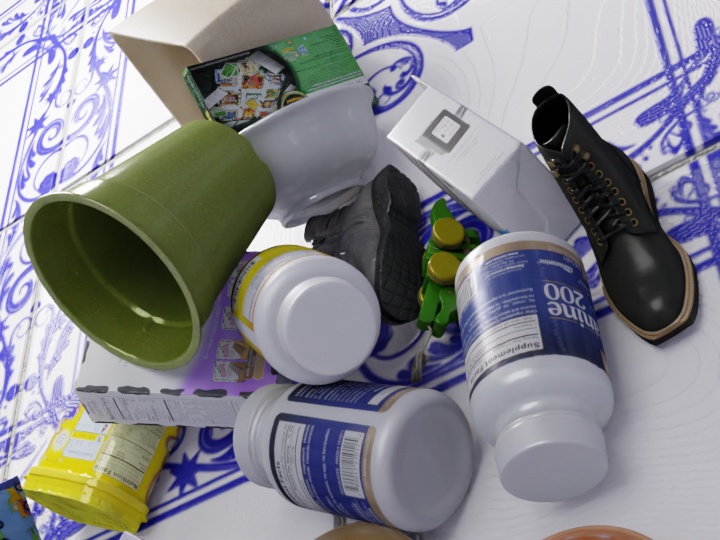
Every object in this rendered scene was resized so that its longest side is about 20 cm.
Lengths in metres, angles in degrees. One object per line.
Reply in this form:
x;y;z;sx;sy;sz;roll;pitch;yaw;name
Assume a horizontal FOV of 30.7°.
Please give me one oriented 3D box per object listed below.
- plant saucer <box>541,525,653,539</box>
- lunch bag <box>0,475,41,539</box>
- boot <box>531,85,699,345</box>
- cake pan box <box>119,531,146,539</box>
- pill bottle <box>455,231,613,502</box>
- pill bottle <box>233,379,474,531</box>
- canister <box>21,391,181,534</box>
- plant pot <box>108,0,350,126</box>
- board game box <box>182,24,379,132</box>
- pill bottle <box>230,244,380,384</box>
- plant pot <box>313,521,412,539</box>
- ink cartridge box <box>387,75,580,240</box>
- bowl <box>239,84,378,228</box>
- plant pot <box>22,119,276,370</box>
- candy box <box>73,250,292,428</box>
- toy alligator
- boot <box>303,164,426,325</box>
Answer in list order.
0.156;0.277;0.909;0.200;0.037;0.201;-25;44;28;plant saucer
-0.415;0.317;1.368;0.200;0.094;0.151;-25;84;42;lunch bag
0.194;-0.045;1.058;0.077;0.138;0.200;-35;41;18;boot
-0.186;0.342;1.132;0.200;0.052;0.185;15;72;50;cake pan box
0.138;0.075;1.035;0.111;0.111;0.200;-29;42;25;pill bottle
-0.011;0.151;1.118;0.200;0.116;0.116;2;61;46;pill bottle
-0.252;0.162;1.375;0.148;0.087;0.201;0;58;44;canister
-0.135;-0.254;1.530;0.177;0.200;0.199;-49;36;-16;plant pot
-0.083;-0.195;1.410;0.105;0.200;0.023;61;146;11;board game box
-0.047;0.037;1.144;0.109;0.109;0.200;-53;15;-4;pill bottle
-0.013;0.303;1.065;0.200;0.027;0.201;-27;42;28;plant pot
0.105;-0.096;1.209;0.067;0.116;0.200;-50;37;2;ink cartridge box
-0.058;-0.105;1.362;0.201;0.201;0.091;-30;82;24;bowl
-0.180;-0.042;1.241;0.200;0.200;0.190;-6;32;42;plant pot
-0.165;0.066;1.303;0.199;0.072;0.168;1;56;9;candy box
0.082;0.020;1.187;0.059;0.054;0.201;104;176;-55;toy alligator
0.000;0.000;1.287;0.131;0.070;0.200;-34;33;30;boot
